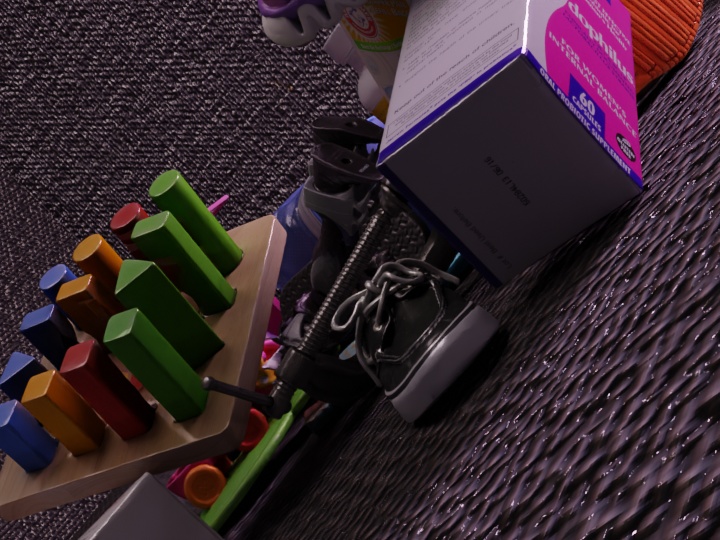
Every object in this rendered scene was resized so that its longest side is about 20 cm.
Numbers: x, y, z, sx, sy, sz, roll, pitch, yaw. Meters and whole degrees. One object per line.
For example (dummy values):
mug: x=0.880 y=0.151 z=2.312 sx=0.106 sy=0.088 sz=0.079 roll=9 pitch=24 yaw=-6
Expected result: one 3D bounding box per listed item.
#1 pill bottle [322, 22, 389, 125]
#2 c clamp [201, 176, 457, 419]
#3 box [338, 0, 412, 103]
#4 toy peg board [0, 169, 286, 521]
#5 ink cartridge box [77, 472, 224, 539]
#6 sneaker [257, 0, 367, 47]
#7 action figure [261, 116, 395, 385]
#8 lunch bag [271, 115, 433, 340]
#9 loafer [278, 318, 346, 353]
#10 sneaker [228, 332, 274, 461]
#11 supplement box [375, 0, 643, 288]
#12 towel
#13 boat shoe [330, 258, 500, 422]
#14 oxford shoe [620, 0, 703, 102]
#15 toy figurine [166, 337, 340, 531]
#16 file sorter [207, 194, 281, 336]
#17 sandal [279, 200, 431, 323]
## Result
pill bottle: x=0.069 y=-0.157 z=1.161 sx=0.112 sy=0.199 sz=0.112 roll=-51 pitch=4 yaw=5
c clamp: x=0.003 y=0.015 z=0.875 sx=0.201 sy=0.027 sz=0.171 roll=-57 pitch=-32 yaw=-1
box: x=0.073 y=-0.157 z=0.949 sx=0.102 sy=0.201 sz=0.112 roll=-47 pitch=36 yaw=-17
toy peg board: x=-0.169 y=0.038 z=0.918 sx=0.197 sy=0.098 sz=0.202 roll=-20 pitch=37 yaw=24
ink cartridge box: x=-0.181 y=0.236 z=0.850 sx=0.200 sy=0.085 sz=0.144 roll=-48 pitch=3 yaw=-31
sneaker: x=0.004 y=-0.219 z=0.828 sx=0.198 sy=0.089 sz=0.081 roll=-27 pitch=36 yaw=20
action figure: x=-0.017 y=0.001 z=0.941 sx=0.131 sy=0.068 sz=0.202 roll=-60 pitch=-19 yaw=-54
lunch bag: x=0.011 y=-0.050 z=1.251 sx=0.132 sy=0.136 sz=0.200 roll=-44 pitch=4 yaw=35
loafer: x=-0.023 y=0.038 z=1.323 sx=0.072 sy=0.072 sz=0.201 roll=-23 pitch=30 yaw=27
sneaker: x=-0.101 y=0.116 z=1.216 sx=0.201 sy=0.087 sz=0.081 roll=103 pitch=-176 yaw=-51
supplement box: x=0.086 y=-0.105 z=0.763 sx=0.103 sy=0.101 sz=0.201 roll=-35 pitch=25 yaw=28
towel: x=0.024 y=0.040 z=1.054 sx=0.200 sy=0.022 sz=0.147 roll=-48 pitch=3 yaw=-4
boat shoe: x=0.027 y=0.028 z=0.757 sx=0.074 sy=0.068 sz=0.199 roll=-47 pitch=3 yaw=4
oxford shoe: x=0.161 y=-0.133 z=0.914 sx=0.200 sy=0.071 sz=0.073 roll=-50 pitch=1 yaw=-26
toy figurine: x=-0.144 y=0.086 z=1.076 sx=0.201 sy=0.183 sz=0.150 roll=-53 pitch=4 yaw=4
file sorter: x=-0.127 y=0.041 z=1.429 sx=0.139 sy=0.200 sz=0.125 roll=-45 pitch=1 yaw=26
sandal: x=0.000 y=0.000 z=1.068 sx=0.045 sy=0.076 sz=0.200 roll=-11 pitch=-15 yaw=-35
